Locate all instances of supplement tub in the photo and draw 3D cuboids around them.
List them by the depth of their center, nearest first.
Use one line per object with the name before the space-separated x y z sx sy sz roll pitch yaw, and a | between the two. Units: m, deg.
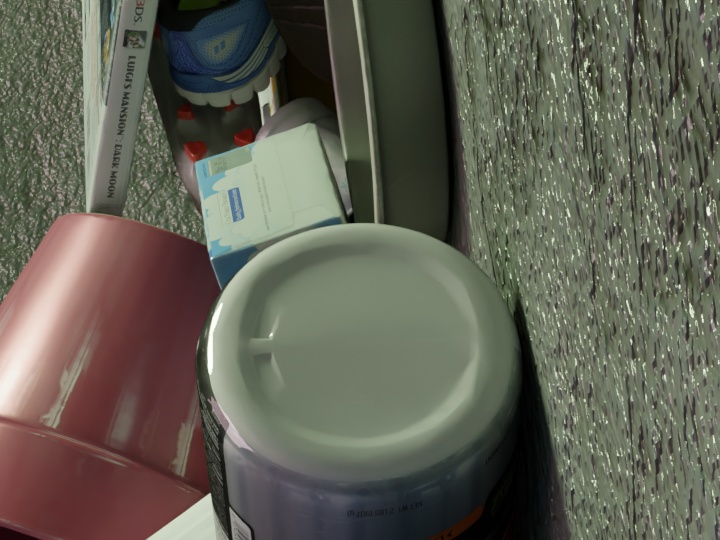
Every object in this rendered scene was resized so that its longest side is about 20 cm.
supplement tub | 0.001 0.085 0.962 0.200 0.122 0.123 87 174 -54

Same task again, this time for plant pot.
plant pot | -0.135 0.076 1.306 0.200 0.199 0.180 96 -169 -74

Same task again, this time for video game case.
video game case | -0.128 -0.160 1.313 0.201 0.023 0.182 -97 16 -45

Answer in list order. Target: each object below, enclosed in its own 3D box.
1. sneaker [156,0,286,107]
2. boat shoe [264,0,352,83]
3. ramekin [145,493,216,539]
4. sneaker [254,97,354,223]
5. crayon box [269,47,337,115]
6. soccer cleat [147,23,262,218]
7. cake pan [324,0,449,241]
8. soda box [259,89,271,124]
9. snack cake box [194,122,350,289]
sneaker | -0.057 -0.190 1.286 0.089 0.078 0.201 63 -141 -58
boat shoe | -0.018 -0.186 1.226 0.066 0.071 0.201 -65 -34 -42
ramekin | -0.029 0.190 1.151 0.200 0.098 0.201 29 140 28
sneaker | 0.000 0.000 1.306 0.088 0.075 0.200 34 159 32
crayon box | -0.024 -0.096 1.427 0.200 0.051 0.127 134 129 -86
soccer cleat | -0.087 -0.105 1.352 0.078 0.069 0.201 85 175 -53
cake pan | 0.010 -0.096 1.126 0.200 0.037 0.201 173 90 -87
soda box | -0.034 -0.067 1.651 0.201 0.063 0.068 89 174 -49
snack cake box | -0.017 0.044 1.199 0.115 0.067 0.201 -108 -1 -64
